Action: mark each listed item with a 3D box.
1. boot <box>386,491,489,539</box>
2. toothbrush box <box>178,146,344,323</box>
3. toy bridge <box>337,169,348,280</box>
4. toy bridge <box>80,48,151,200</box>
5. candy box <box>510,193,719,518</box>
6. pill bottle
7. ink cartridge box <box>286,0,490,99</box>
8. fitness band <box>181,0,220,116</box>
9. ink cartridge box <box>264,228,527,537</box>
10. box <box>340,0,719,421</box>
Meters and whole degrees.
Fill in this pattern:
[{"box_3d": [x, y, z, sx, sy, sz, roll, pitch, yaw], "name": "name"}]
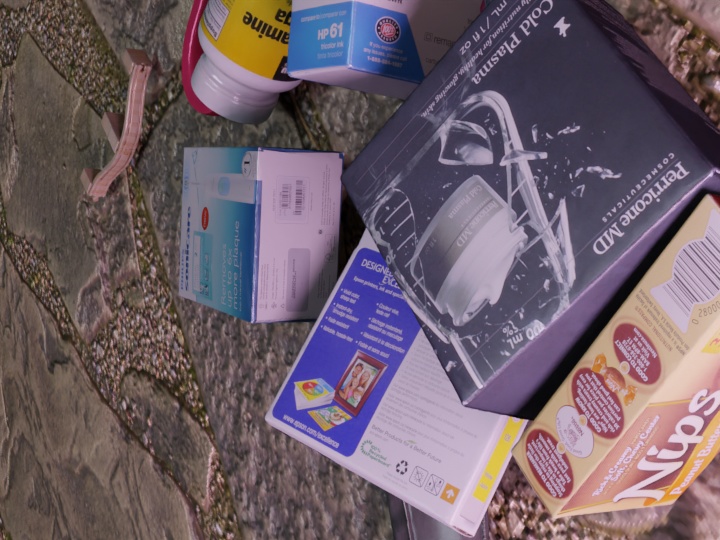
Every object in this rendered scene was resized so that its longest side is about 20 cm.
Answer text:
[{"box_3d": [0.040, 0.231, 0.838, 0.180, 0.072, 0.203, -26, 73, 34], "name": "boot"}, {"box_3d": [-0.096, -0.038, 1.001, 0.199, 0.084, 0.149, 14, 102, 63], "name": "toothbrush box"}, {"box_3d": [0.000, 0.000, 0.944, 0.068, 0.027, 0.202, -56, 45, 34], "name": "toy bridge"}, {"box_3d": [-0.295, -0.166, 1.336, 0.068, 0.027, 0.202, 56, 131, 39], "name": "toy bridge"}, {"box_3d": [0.186, 0.054, 0.622, 0.201, 0.114, 0.056, -59, 45, 31], "name": "candy box"}, {"box_3d": [-0.081, -0.240, 1.003, 0.201, 0.111, 0.113, -59, 45, 32], "name": "pill bottle"}, {"box_3d": [0.030, -0.240, 0.828, 0.084, 0.143, 0.204, 4, 91, 52], "name": "ink cartridge box"}, {"box_3d": [-0.133, -0.260, 1.139, 0.144, 0.037, 0.202, 48, 123, 47], "name": "fitness band"}, {"box_3d": [0.046, 0.063, 0.818, 0.196, 0.047, 0.202, 20, 76, 42], "name": "ink cartridge box"}, {"box_3d": [0.119, -0.046, 0.686, 0.200, 0.123, 0.198, -47, 53, 24], "name": "box"}]
